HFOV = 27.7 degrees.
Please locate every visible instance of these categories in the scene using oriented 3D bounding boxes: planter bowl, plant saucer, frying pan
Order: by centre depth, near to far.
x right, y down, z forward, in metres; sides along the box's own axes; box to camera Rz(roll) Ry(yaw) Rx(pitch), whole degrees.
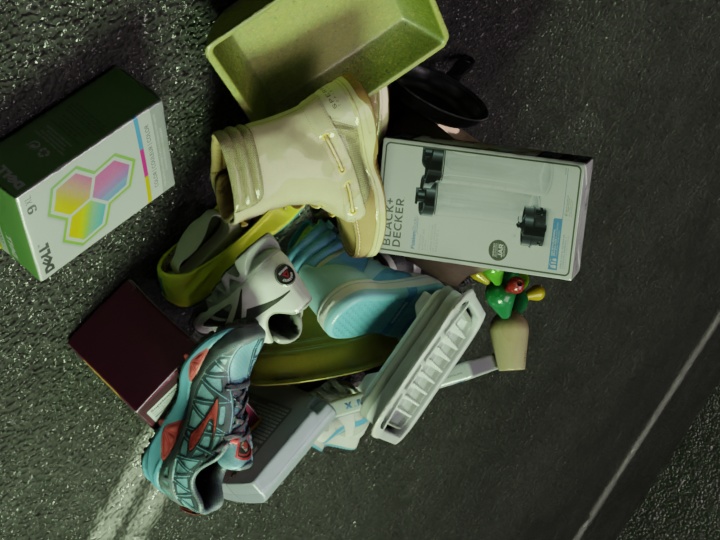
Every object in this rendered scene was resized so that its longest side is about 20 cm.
[{"bbox_3d":[-0.033,-0.214,1.291,0.199,0.048,0.200,-34,152,0],"label":"plant saucer"},{"bbox_3d":[0.074,-0.196,1.508,0.031,0.114,0.190,-62,-164,24],"label":"frying pan"},{"bbox_3d":[-0.054,0.058,1.545,0.200,0.199,0.084,-17,99,-49],"label":"planter bowl"},{"bbox_3d":[0.094,-0.069,1.545,0.135,0.200,0.200,-55,153,10],"label":"planter bowl"}]

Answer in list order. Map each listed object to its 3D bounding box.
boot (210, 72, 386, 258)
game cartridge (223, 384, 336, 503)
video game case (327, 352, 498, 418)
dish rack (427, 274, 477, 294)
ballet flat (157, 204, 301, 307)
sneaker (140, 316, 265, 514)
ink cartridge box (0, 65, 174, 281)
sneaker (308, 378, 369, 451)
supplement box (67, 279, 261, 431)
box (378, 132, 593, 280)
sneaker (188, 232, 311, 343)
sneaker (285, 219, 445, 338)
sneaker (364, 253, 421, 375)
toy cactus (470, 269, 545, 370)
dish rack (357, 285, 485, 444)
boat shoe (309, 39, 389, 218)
[{"bbox_3d":[-0.057,-0.071,1.341,0.154,0.073,0.201,-24,138,-17],"label":"boot"},{"bbox_3d":[-0.119,0.173,1.517,0.133,0.199,0.041,-46,116,-18],"label":"game cartridge"},{"bbox_3d":[0.070,0.131,1.691,0.181,0.022,0.200,-18,175,18],"label":"video game case"},{"bbox_3d":[0.104,0.020,1.747,0.154,0.054,0.201,87,17,-53],"label":"dish rack"},{"bbox_3d":[-0.118,-0.049,1.386,0.200,0.067,0.067,-46,143,-10],"label":"ballet flat"},{"bbox_3d":[-0.120,0.135,1.318,0.079,0.095,0.201,-11,134,-50],"label":"sneaker"},{"bbox_3d":[-0.245,-0.064,1.165,0.200,0.059,0.104,-38,151,-26],"label":"ink cartridge box"},{"bbox_3d":[-0.044,0.168,1.766,0.081,0.076,0.200,-63,159,6],"label":"sneaker"},{"bbox_3d":[-0.185,0.108,1.414,0.086,0.110,0.200,-45,152,-9],"label":"supplement box"},{"bbox_3d":[0.117,-0.063,1.410,0.060,0.198,0.118,-31,129,-70],"label":"box"},{"bbox_3d":[-0.101,0.042,1.373,0.074,0.089,0.200,-42,179,-25],"label":"sneaker"},{"bbox_3d":[0.000,0.000,1.483,0.080,0.131,0.199,-51,153,20],"label":"sneaker"},{"bbox_3d":[0.002,0.059,1.708,0.111,0.073,0.202,-22,133,-40],"label":"sneaker"},{"bbox_3d":[0.177,0.031,1.677,0.200,0.101,0.167,50,37,-83],"label":"toy cactus"},{"bbox_3d":[0.058,0.092,1.481,0.172,0.043,0.200,-56,165,-3],"label":"dish rack"},{"bbox_3d":[-0.017,-0.138,1.425,0.064,0.071,0.202,-12,125,-23],"label":"boat shoe"}]
